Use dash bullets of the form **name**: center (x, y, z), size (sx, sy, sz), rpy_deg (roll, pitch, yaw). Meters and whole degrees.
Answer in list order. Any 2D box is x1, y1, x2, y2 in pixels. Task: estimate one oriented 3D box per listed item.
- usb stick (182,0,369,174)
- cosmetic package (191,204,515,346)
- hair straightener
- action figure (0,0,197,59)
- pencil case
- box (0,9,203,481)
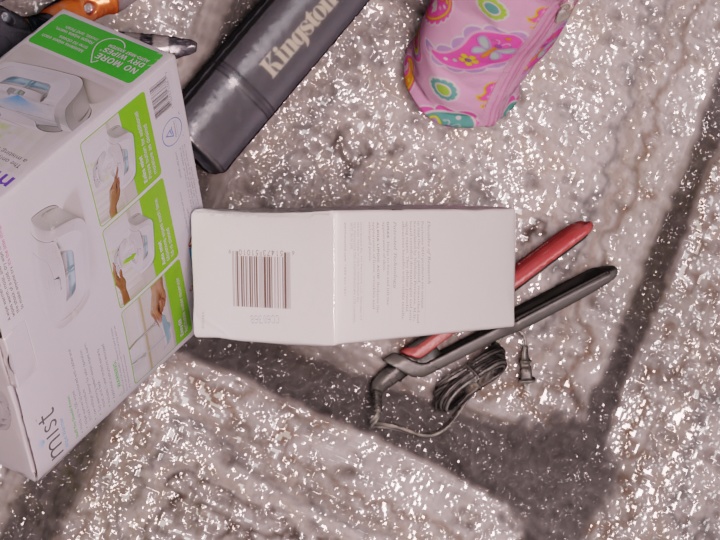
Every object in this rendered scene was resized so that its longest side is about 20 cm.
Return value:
- **usb stick**: center (-0.049, -0.149, 1.476), size (0.055, 0.033, 0.200), rpy_deg (42, 81, -13)
- **cosmetic package**: center (0.000, 0.000, 1.409), size (0.199, 0.112, 0.082), rpy_deg (-6, 97, -56)
- **hair straightener**: center (0.090, 0.052, 1.522), size (0.199, 0.041, 0.077), rpy_deg (-36, 101, -12)
- **action figure**: center (-0.204, -0.162, 1.397), size (0.192, 0.104, 0.202), rpy_deg (2, 95, -26)
- **pencil case**: center (0.090, -0.163, 1.428), size (0.087, 0.200, 0.088), rpy_deg (7, 64, -15)
- **box**: center (-0.179, -0.013, 1.334), size (0.176, 0.096, 0.201), rpy_deg (-44, 143, -33)
